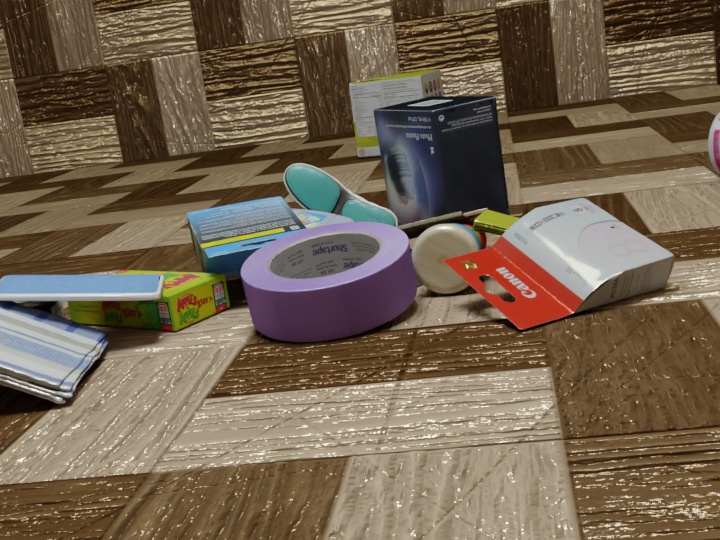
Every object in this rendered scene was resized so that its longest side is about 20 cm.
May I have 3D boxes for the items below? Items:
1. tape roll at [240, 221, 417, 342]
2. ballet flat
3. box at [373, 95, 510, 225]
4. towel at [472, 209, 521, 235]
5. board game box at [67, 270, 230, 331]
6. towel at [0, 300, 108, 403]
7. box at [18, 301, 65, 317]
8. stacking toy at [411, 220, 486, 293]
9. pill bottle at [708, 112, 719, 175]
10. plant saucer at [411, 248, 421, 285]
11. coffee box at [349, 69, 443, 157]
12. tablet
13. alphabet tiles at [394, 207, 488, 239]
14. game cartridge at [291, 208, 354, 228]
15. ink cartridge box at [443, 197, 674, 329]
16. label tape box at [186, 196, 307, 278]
[{"bbox_3d":[-0.036,0.009,1.200,0.199,0.066,0.200,-10,21,4],"label":"tape roll"},{"bbox_3d":[-0.032,-0.102,1.620,0.199,0.070,0.069,28,19,5],"label":"ballet flat"},{"bbox_3d":[0.127,-0.168,1.626,0.123,0.199,0.200,-16,15,-23],"label":"box"},{"bbox_3d":[0.242,-0.038,1.271,0.199,0.018,0.086,16,16,15],"label":"towel"},{"bbox_3d":[-0.280,0.037,1.341,0.199,0.048,0.101,1,16,36],"label":"board game box"},{"bbox_3d":[-0.361,0.084,1.116,0.146,0.024,0.200,20,12,-6],"label":"towel"},{"bbox_3d":[-0.479,0.091,1.239,0.199,0.050,0.199,-9,12,2],"label":"box"},{"bbox_3d":[0.123,-0.029,1.319,0.085,0.086,0.200,-5,9,14],"label":"stacking toy"},{"bbox_3d":[0.670,-0.204,1.630,0.113,0.114,0.200,-19,17,-39],"label":"pill bottle"},{"bbox_3d":[0.000,0.000,1.364,0.199,0.032,0.200,-7,12,2],"label":"plant saucer"},{"bbox_3d":[0.104,-0.419,2.715,0.199,0.199,0.200,-3,14,21],"label":"coffee box"},{"bbox_3d":[-0.341,0.021,1.241,0.199,0.014,0.130,-1,10,-8],"label":"tablet"},{"bbox_3d":[0.080,-0.056,1.411,0.199,0.008,0.167,-13,-4,8],"label":"alphabet tiles"},{"bbox_3d":[-0.111,-0.053,1.554,0.199,0.041,0.133,7,25,25],"label":"game cartridge"},{"bbox_3d":[0.219,-0.014,1.144,0.199,0.057,0.163,-10,32,-27],"label":"ink cartridge box"},{"bbox_3d":[-0.151,-0.035,1.403,0.144,0.064,0.200,-12,23,-13],"label":"label tape box"}]
